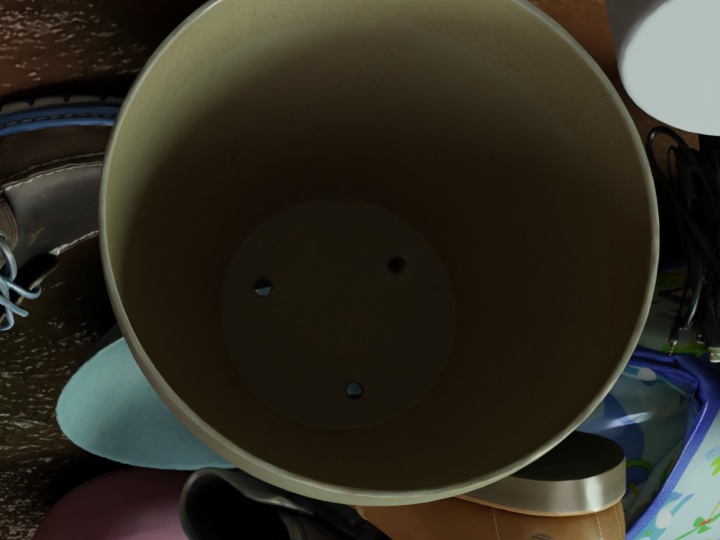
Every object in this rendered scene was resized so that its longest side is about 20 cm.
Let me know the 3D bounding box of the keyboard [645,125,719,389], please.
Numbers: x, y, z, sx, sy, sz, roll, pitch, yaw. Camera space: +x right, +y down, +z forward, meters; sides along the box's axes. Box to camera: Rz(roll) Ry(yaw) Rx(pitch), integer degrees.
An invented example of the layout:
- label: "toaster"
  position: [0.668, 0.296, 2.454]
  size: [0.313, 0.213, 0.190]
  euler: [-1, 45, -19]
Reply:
- label: "keyboard"
  position: [0.164, 0.009, 1.009]
  size: [0.104, 0.201, 0.040]
  euler: [10, 152, -26]

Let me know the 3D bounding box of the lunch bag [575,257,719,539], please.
- label: "lunch bag"
  position: [0.129, 0.062, 1.123]
  size: [0.170, 0.128, 0.200]
  euler: [-13, 170, -42]

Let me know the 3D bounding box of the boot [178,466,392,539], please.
- label: "boot"
  position: [-0.022, 0.122, 1.225]
  size: [0.146, 0.070, 0.200]
  euler: [23, -177, -36]

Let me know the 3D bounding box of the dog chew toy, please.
- label: "dog chew toy"
  position: [-0.101, 0.199, 1.291]
  size: [0.124, 0.200, 0.125]
  euler: [-4, 150, -3]

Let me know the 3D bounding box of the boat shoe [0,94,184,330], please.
- label: "boat shoe"
  position: [-0.156, -0.010, 1.056]
  size: [0.199, 0.073, 0.072]
  euler: [-16, 148, 18]

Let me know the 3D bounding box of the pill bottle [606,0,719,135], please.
- label: "pill bottle"
  position: [0.100, -0.142, 0.746]
  size: [0.111, 0.200, 0.111]
  euler: [-3, 149, -2]

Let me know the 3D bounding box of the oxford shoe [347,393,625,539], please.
- label: "oxford shoe"
  position: [0.024, 0.093, 1.069]
  size: [0.071, 0.071, 0.200]
  euler: [-20, -158, -37]

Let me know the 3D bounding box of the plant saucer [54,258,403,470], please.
- label: "plant saucer"
  position: [-0.036, 0.032, 1.163]
  size: [0.200, 0.039, 0.201]
  euler: [-9, 156, -4]

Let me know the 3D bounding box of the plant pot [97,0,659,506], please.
- label: "plant pot"
  position: [0.000, 0.000, 0.999]
  size: [0.200, 0.201, 0.134]
  euler: [-1, 163, -7]
